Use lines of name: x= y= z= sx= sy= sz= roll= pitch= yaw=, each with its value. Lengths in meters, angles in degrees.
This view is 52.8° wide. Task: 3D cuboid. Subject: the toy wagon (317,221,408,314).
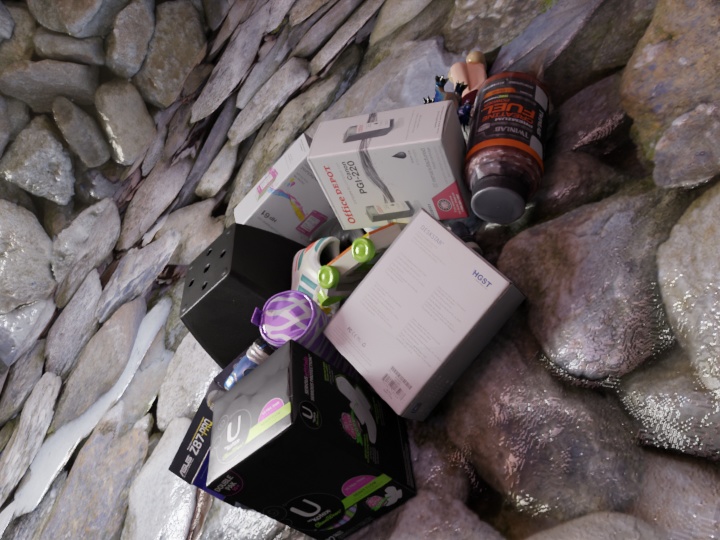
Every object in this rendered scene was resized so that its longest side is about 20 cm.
toy wagon: x=0.000 y=0.000 z=1.036 sx=0.199 sy=0.154 sz=0.040 roll=-36 pitch=71 yaw=28

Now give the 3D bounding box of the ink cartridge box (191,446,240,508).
ink cartridge box: x=-0.156 y=0.225 z=1.017 sx=0.200 sy=0.043 sz=0.200 roll=89 pitch=-155 yaw=-69

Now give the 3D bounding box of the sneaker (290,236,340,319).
sneaker: x=-0.061 y=0.038 z=1.123 sx=0.093 sy=0.070 sz=0.202 roll=-34 pitch=47 yaw=43

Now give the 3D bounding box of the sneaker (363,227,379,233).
sneaker: x=0.027 y=-0.104 z=1.167 sx=0.077 sy=0.080 sz=0.200 roll=-50 pitch=29 yaw=9

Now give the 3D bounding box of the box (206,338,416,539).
box: x=-0.057 y=0.207 z=0.851 sx=0.148 sy=0.199 sz=0.125 roll=-38 pitch=33 yaw=23

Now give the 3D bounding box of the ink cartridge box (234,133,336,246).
ink cartridge box: x=-0.113 y=-0.120 z=1.313 sx=0.200 sy=0.144 sz=0.085 roll=-44 pitch=33 yaw=16

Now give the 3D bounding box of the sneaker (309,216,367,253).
sneaker: x=-0.032 y=-0.045 z=1.215 sx=0.104 sy=0.060 sz=0.200 roll=-47 pitch=26 yaw=10

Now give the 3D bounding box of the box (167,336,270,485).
box: x=-0.194 y=0.201 z=1.077 sx=0.162 sy=0.049 sz=0.200 roll=-59 pitch=-4 yaw=19

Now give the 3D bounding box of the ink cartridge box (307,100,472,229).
ink cartridge box: x=0.045 y=-0.141 z=1.004 sx=0.197 sy=0.146 sz=0.086 roll=-3 pitch=48 yaw=26

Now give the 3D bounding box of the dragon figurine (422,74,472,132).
dragon figurine: x=0.115 y=-0.214 z=1.062 sx=0.200 sy=0.058 sz=0.101 roll=124 pitch=161 yaw=-69

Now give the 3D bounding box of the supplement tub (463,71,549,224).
supplement tub: x=0.194 y=-0.162 z=0.968 sx=0.106 sy=0.107 sz=0.202 roll=-22 pitch=43 yaw=42

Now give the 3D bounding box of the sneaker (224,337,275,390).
sneaker: x=-0.109 y=0.176 z=0.957 sx=0.077 sy=0.201 sz=0.075 roll=-42 pitch=37 yaw=-14

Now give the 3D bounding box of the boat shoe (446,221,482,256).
boat shoe: x=0.071 y=0.010 z=0.982 sx=0.200 sy=0.075 sz=0.062 roll=-41 pitch=53 yaw=19

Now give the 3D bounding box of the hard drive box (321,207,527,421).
hard drive box: x=0.075 y=0.054 z=0.882 sx=0.201 sy=0.077 sz=0.156 roll=-50 pitch=59 yaw=6

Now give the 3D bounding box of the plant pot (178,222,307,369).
plant pot: x=-0.194 y=0.043 z=1.232 sx=0.199 sy=0.177 sz=0.201 roll=-39 pitch=33 yaw=25

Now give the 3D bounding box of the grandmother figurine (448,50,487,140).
grandmother figurine: x=0.175 y=-0.267 z=1.151 sx=0.121 sy=0.060 sz=0.201 roll=-45 pitch=28 yaw=32

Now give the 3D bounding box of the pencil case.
pencil case: x=-0.065 y=0.104 z=0.972 sx=0.084 sy=0.201 sz=0.085 roll=6 pitch=59 yaw=24
